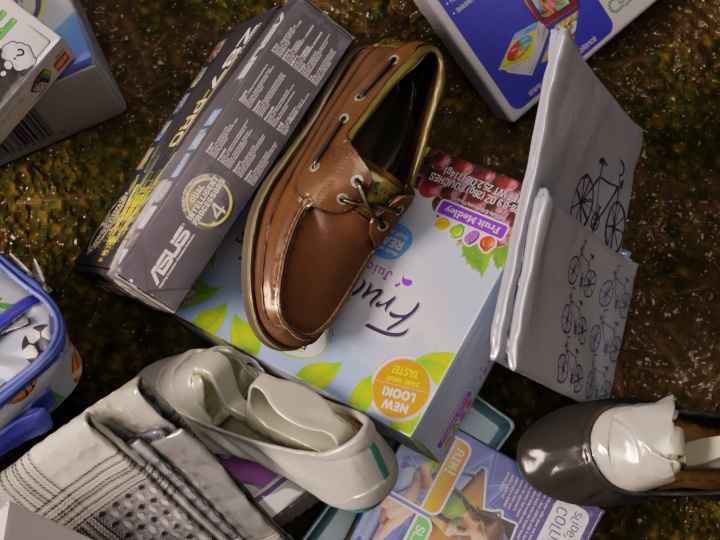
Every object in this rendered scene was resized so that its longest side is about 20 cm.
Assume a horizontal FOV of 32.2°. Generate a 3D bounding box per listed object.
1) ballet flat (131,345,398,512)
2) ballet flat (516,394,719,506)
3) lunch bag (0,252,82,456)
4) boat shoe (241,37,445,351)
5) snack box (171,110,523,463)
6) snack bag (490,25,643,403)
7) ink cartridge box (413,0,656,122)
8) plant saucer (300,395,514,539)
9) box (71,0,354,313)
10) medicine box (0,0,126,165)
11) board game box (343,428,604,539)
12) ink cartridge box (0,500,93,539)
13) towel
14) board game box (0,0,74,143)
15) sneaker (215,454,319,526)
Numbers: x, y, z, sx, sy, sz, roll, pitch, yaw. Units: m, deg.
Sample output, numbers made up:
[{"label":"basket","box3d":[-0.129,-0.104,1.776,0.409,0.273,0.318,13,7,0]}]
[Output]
[{"label":"ballet flat","box3d":[-0.065,0.080,0.743,0.199,0.069,0.070,19,77,30]},{"label":"ballet flat","box3d":[0.197,0.107,0.765,0.199,0.068,0.068,2,68,-15]},{"label":"lunch bag","box3d":[-0.261,0.061,0.699,0.160,0.076,0.200,38,66,21]},{"label":"boat shoe","box3d":[-0.008,-0.049,0.720,0.072,0.068,0.201,30,70,-37]},{"label":"snack box","box3d":[0.000,0.000,0.786,0.199,0.068,0.169,25,79,30]},{"label":"snack bag","box3d":[0.137,-0.023,0.763,0.021,0.188,0.201,7,79,30]},{"label":"ink cartridge box","box3d":[0.115,-0.238,0.839,0.197,0.047,0.200,-39,106,-6]},{"label":"plant saucer","box3d":[0.015,0.160,0.806,0.070,0.019,0.200,36,81,8]},{"label":"box","box3d":[-0.099,-0.070,0.788,0.049,0.161,0.200,36,80,-21]},{"label":"medicine box","box3d":[-0.286,-0.172,0.843,0.182,0.103,0.201,-25,79,-5]},{"label":"board game box","box3d":[0.046,0.205,0.771,0.135,0.034,0.201,30,80,0]},{"label":"ink cartridge box","box3d":[-0.148,0.237,0.685,0.200,0.086,0.147,33,114,-22]},{"label":"towel","box3d":[-0.141,0.178,0.724,0.200,0.035,0.193,-35,109,14]},{"label":"board game box","box3d":[-0.294,-0.147,0.767,0.200,0.035,0.126,36,80,8]},{"label":"sneaker","box3d":[-0.100,0.124,0.786,0.200,0.073,0.115,-31,75,-2]}]
